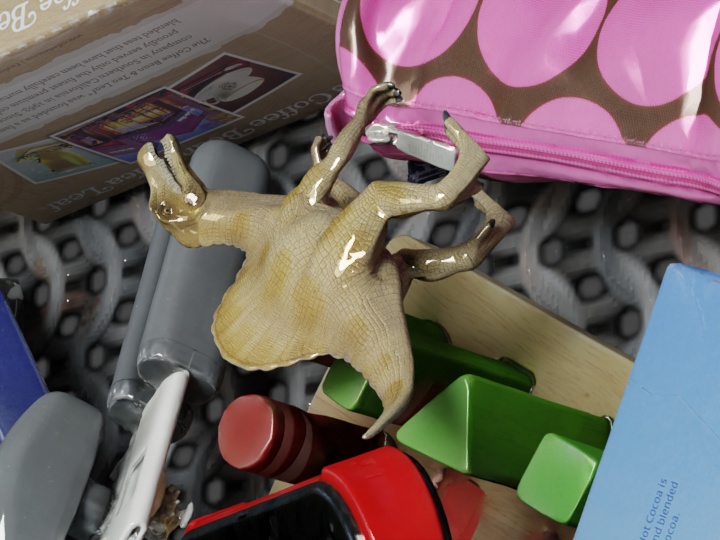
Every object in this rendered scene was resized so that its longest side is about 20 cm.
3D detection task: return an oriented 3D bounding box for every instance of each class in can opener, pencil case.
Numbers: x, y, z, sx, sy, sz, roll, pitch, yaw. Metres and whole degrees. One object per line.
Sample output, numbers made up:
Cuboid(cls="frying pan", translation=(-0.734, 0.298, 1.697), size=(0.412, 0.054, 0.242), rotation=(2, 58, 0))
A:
Cuboid(cls="can opener", translation=(-0.077, 0.030, 1.009), size=(0.053, 0.066, 0.200), rotation=(-48, 18, 44))
Cuboid(cls="pencil case", translation=(0.083, -0.062, 0.937), size=(0.199, 0.091, 0.094), rotation=(9, 38, 43))

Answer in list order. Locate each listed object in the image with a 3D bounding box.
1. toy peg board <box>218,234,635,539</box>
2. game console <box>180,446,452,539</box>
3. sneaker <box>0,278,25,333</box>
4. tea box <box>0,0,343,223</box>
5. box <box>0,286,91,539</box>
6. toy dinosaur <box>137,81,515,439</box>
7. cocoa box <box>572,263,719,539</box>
Cuboid(cls="toy peg board", translation=(0.015, 0.106, 0.937), size=(0.200, 0.098, 0.200), rotation=(30, 97, 41))
Cuboid(cls="game console", translation=(-0.004, 0.149, 0.842), size=(0.200, 0.031, 0.178), rotation=(149, 109, -69))
Cuboid(cls="sneaker", translation=(-0.205, 0.059, 1.161), size=(0.200, 0.080, 0.087), rotation=(-23, 75, 42))
Cuboid(cls="tea box", translation=(-0.097, -0.148, 1.081), size=(0.199, 0.133, 0.198), rotation=(-21, 65, 34))
Cuboid(cls="box", translation=(-0.150, 0.074, 1.047), size=(0.121, 0.032, 0.201), rotation=(-36, 78, 46))
Cuboid(cls="toy dinosaur", translation=(0.000, 0.000, 0.902), size=(0.101, 0.058, 0.200), rotation=(-39, 36, -7))
Cuboid(cls="cocoa box", translation=(0.137, 0.118, 0.808), size=(0.131, 0.133, 0.201), rotation=(20, 91, 42))
